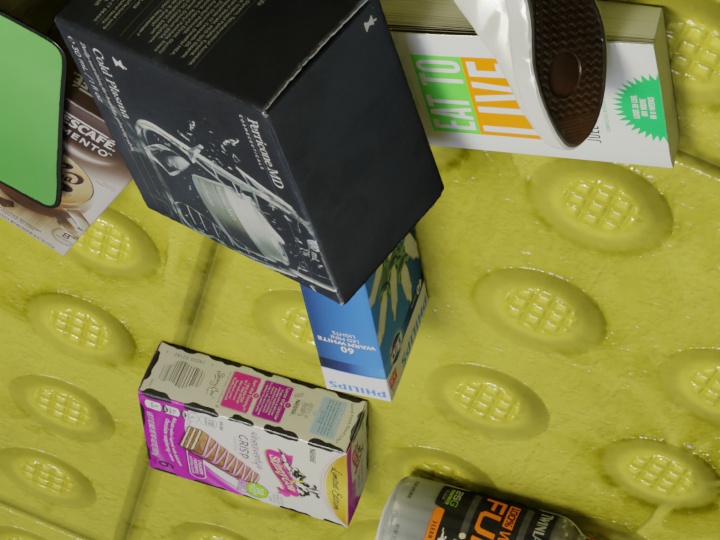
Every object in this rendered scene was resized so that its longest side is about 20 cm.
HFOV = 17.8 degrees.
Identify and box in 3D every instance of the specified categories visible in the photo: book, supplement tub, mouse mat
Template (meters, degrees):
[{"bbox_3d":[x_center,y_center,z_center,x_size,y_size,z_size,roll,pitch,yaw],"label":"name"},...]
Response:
[{"bbox_3d":[0.112,-0.130,1.559,0.199,0.048,0.134,6,145,19],"label":"book"},{"bbox_3d":[0.116,0.265,2.050,0.199,0.123,0.123,13,146,13],"label":"supplement tub"},{"bbox_3d":[-0.285,-0.136,1.681,0.160,0.008,0.200,28,145,10],"label":"mouse mat"}]

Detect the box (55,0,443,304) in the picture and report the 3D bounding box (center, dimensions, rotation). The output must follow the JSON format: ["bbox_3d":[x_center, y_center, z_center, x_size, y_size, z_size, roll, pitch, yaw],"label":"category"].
[{"bbox_3d":[-0.072,-0.112,1.553,0.196,0.124,0.200,24,152,34],"label":"box"}]

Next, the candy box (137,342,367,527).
[{"bbox_3d":[-0.095,0.149,2.067,0.199,0.061,0.137,15,146,11],"label":"candy box"}]

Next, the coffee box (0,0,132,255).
[{"bbox_3d":[-0.225,-0.105,1.756,0.113,0.080,0.200,32,146,-12],"label":"coffee box"}]

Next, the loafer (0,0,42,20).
[{"bbox_3d":[-0.250,-0.213,1.626,0.075,0.068,0.200,27,147,-7],"label":"loafer"}]

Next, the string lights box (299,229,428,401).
[{"bbox_3d":[0.000,0.000,1.753,0.059,0.103,0.200,10,146,17],"label":"string lights box"}]

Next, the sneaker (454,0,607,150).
[{"bbox_3d":[0.097,-0.172,1.460,0.084,0.073,0.201,9,125,49],"label":"sneaker"}]
